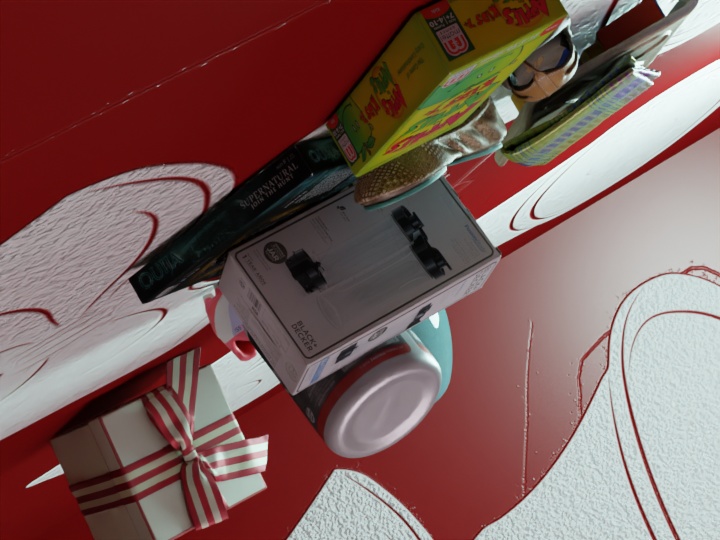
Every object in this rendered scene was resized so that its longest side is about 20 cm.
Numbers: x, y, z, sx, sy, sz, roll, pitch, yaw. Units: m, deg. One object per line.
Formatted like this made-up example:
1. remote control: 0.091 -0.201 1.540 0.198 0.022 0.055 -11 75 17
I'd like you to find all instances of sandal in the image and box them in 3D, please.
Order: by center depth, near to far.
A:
1. sandal: 0.137 -0.159 1.524 0.081 0.055 0.200 -31 174 3

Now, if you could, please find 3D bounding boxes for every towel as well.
1. towel: 0.195 -0.139 1.707 0.143 0.023 0.200 -36 174 14

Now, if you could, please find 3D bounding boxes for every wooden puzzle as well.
1. wooden puzzle: 0.204 -0.183 1.753 0.199 0.046 0.185 -35 175 -8

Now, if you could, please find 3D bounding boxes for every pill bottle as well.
1. pill bottle: -0.029 0.051 1.636 0.115 0.200 0.116 -27 147 -19

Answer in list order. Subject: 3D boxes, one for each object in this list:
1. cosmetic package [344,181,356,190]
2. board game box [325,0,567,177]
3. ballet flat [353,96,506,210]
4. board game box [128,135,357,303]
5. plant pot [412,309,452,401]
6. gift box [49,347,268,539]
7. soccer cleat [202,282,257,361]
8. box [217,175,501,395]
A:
1. cosmetic package: 0.008 -0.031 1.721 0.071 0.106 0.200 -29 175 -16
2. board game box: 0.055 -0.137 1.335 0.101 0.048 0.200 -29 174 -24
3. ballet flat: 0.048 -0.103 1.500 0.070 0.066 0.200 -8 -167 31
4. board game box: -0.076 -0.046 1.524 0.199 0.028 0.135 -35 173 31
5. plant pot: 0.015 0.052 2.191 0.199 0.200 0.136 -26 139 -38
6. gift box: -0.225 0.211 2.251 0.199 0.186 0.186 -31 -176 -32
7. soccer cleat: -0.090 0.023 1.806 0.066 0.077 0.200 -27 173 -31
8. box: 0.000 0.000 1.549 0.199 0.117 0.060 -30 163 -25
